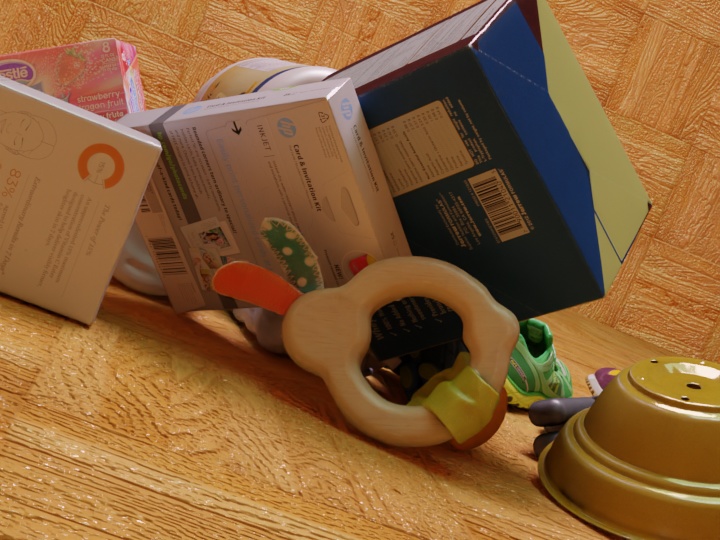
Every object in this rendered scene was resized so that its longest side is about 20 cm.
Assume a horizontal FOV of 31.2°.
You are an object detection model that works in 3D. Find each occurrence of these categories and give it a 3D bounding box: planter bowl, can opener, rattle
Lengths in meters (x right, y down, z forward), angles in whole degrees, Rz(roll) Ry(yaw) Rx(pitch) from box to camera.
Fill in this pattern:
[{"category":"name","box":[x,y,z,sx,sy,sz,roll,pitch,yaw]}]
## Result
[{"category":"planter bowl","box":[0.228,0.114,0.902,0.199,0.084,0.200,4,17,-1]},{"category":"can opener","box":[0.177,0.136,1.100,0.066,0.053,0.200,-12,-9,19]},{"category":"rattle","box":[0.008,0.045,0.889,0.199,0.131,0.143,17,6,12]}]

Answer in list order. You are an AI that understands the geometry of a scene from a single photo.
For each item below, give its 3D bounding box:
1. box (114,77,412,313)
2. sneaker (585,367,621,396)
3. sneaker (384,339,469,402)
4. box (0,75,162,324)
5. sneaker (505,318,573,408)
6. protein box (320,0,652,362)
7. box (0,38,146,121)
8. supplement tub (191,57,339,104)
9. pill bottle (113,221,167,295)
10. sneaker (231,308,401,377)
[{"category":"box","box":[-0.074,-0.048,0.921,0.199,0.156,0.041,-4,29,32]},{"category":"sneaker","box":[0.277,0.128,1.202,0.075,0.090,0.200,59,1,-16]},{"category":"sneaker","box":[0.068,0.076,1.057,0.082,0.071,0.200,18,5,-17]},{"category":"box","box":[-0.245,-0.063,0.842,0.199,0.125,0.097,22,5,-12]},{"category":"sneaker","box":[0.172,0.092,1.271,0.074,0.084,0.200,24,4,24]},{"category":"protein box","box":[0.068,-0.068,0.944,0.199,0.199,0.135,-19,20,37]},{"category":"box","box":[-0.300,-0.145,1.161,0.199,0.095,0.103,-9,6,1]},{"category":"supplement tub","box":[-0.075,-0.122,1.197,0.144,0.145,0.200,20,3,-27]},{"category":"pill bottle","box":[-0.168,-0.053,1.101,0.119,0.120,0.200,21,5,-11]},{"category":"sneaker","box":[-0.037,0.032,1.066,0.115,0.075,0.200,22,9,-20]}]
